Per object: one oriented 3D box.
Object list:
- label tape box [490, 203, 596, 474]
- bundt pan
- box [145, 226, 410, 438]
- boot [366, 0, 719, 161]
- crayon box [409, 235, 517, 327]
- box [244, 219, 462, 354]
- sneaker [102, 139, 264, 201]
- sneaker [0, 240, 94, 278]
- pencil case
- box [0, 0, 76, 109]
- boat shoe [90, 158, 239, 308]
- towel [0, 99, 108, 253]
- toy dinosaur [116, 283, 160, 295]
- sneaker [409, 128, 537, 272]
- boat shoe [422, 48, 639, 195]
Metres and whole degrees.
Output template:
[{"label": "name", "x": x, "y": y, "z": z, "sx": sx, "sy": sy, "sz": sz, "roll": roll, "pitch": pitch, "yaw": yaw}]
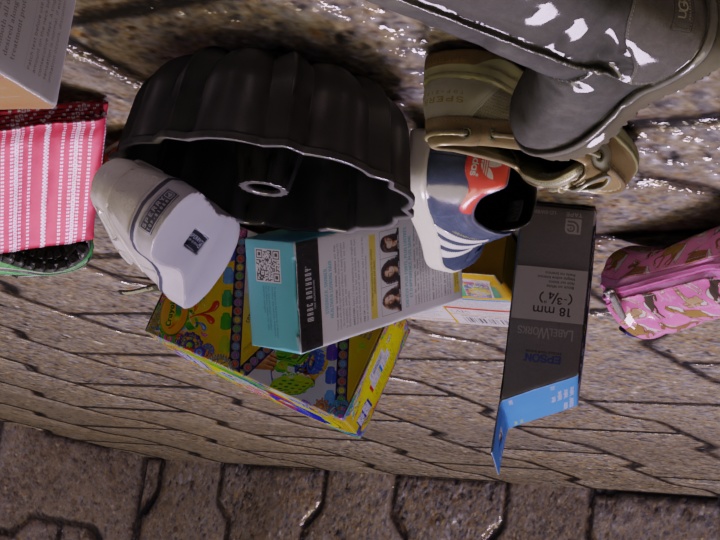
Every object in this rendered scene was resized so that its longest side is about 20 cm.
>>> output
[{"label": "label tape box", "x": 0.150, "y": 0.062, "z": 1.234, "sx": 0.063, "sy": 0.200, "sz": 0.144, "roll": 6, "pitch": 167, "yaw": 9}, {"label": "bundt pan", "x": -0.059, "y": -0.088, "z": 0.994, "sx": 0.202, "sy": 0.076, "sz": 0.202, "roll": 7, "pitch": 167, "yaw": 2}, {"label": "box", "x": -0.069, "y": 0.055, "z": 1.400, "sx": 0.192, "sy": 0.122, "sz": 0.200, "roll": 23, "pitch": 172, "yaw": 9}, {"label": "boot", "x": 0.065, "y": -0.125, "z": 0.773, "sx": 0.200, "sy": 0.073, "sz": 0.182, "roll": 8, "pitch": 155, "yaw": -29}, {"label": "crayon box", "x": 0.081, "y": 0.002, "z": 1.351, "sx": 0.126, "sy": 0.052, "sz": 0.200, "roll": 4, "pitch": 167, "yaw": 17}, {"label": "box", "x": 0.000, "y": 0.000, "z": 1.147, "sx": 0.049, "sy": 0.082, "sz": 0.200, "roll": 6, "pitch": -166, "yaw": 39}, {"label": "sneaker", "x": -0.132, "y": -0.063, "z": 1.150, "sx": 0.200, "sy": 0.077, "sz": 0.073, "roll": 0, "pitch": 167, "yaw": 37}, {"label": "sneaker", "x": -0.353, "y": -0.022, "z": 1.456, "sx": 0.200, "sy": 0.078, "sz": 0.085, "roll": 7, "pitch": 168, "yaw": 2}, {"label": "pencil case", "x": 0.270, "y": 0.004, "z": 1.182, "sx": 0.083, "sy": 0.087, "sz": 0.200, "roll": 45, "pitch": 156, "yaw": -12}, {"label": "box", "x": -0.257, "y": -0.160, "z": 0.743, "sx": 0.152, "sy": 0.106, "sz": 0.200, "roll": 2, "pitch": 166, "yaw": 27}, {"label": "boat shoe", "x": -0.134, "y": -0.029, "z": 1.013, "sx": 0.070, "sy": 0.071, "sz": 0.200, "roll": 34, "pitch": 175, "yaw": 11}, {"label": "towel", "x": -0.281, "y": -0.056, "z": 1.092, "sx": 0.200, "sy": 0.022, "sz": 0.145, "roll": -10, "pitch": 142, "yaw": -25}, {"label": "toy dinosaur", "x": -0.164, "y": 0.036, "z": 1.664, "sx": 0.200, "sy": 0.047, "sz": 0.088, "roll": -1, "pitch": 150, "yaw": 36}, {"label": "sneaker", "x": 0.088, "y": -0.043, "z": 1.104, "sx": 0.084, "sy": 0.075, "sz": 0.200, "roll": 6, "pitch": 168, "yaw": 14}, {"label": "boat shoe", "x": 0.108, "y": -0.078, "z": 0.963, "sx": 0.073, "sy": 0.063, "sz": 0.201, "roll": -2, "pitch": 163, "yaw": 38}]
